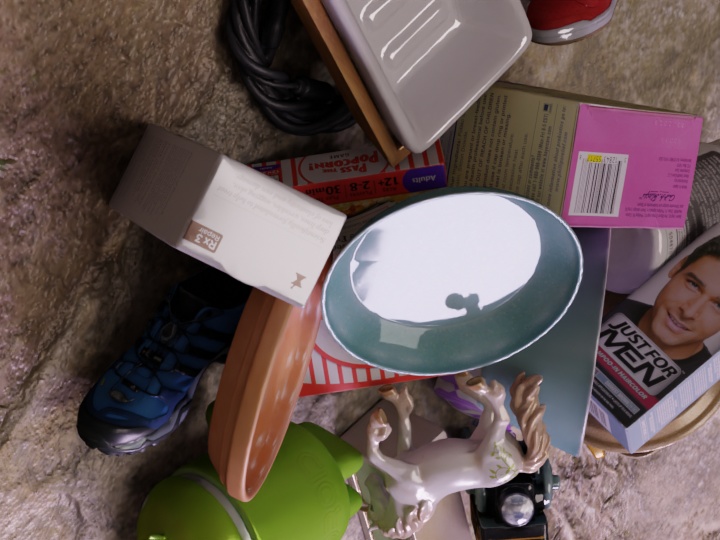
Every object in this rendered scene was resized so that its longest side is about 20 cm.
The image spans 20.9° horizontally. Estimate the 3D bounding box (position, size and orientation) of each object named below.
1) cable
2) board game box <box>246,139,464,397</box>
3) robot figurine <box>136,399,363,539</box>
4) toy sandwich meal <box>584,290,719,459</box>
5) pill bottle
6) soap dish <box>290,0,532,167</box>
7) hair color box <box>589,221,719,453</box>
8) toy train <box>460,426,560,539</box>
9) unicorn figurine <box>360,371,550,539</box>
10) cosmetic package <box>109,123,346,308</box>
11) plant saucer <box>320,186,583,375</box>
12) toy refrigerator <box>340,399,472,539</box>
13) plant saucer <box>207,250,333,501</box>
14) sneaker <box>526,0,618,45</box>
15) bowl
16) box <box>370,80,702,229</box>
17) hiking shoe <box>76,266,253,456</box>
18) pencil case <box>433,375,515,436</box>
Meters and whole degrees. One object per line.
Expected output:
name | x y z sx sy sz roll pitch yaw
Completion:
cable | -0.021 -0.178 1.478 0.163 0.051 0.200 -49 139 -19
board game box | 0.000 0.000 1.531 0.151 0.046 0.200 -9 124 0
robot figurine | -0.090 0.192 1.538 0.200 0.116 0.176 -28 134 -37
toy sandwich meal | 0.260 0.091 1.834 0.205 0.205 0.070 -52 145 -16
pill bottle | 0.299 -0.058 1.855 0.200 0.113 0.113 -21 124 -40
soap dish | 0.029 -0.199 1.427 0.157 0.081 0.200 -45 134 -17
hair color box | 0.283 0.059 1.758 0.200 0.099 0.061 -39 150 -10
toy train | 0.130 0.209 1.759 0.085 0.200 0.114 -3 101 -2
unicorn figurine | 0.058 0.151 1.572 0.074 0.200 0.138 -61 137 -55
cosmetic package | -0.094 -0.041 1.330 0.102 0.200 0.074 26 89 -23
plant saucer | 0.066 0.001 1.470 0.200 0.036 0.200 -7 138 -6
toy refrigerator | 0.043 0.218 1.736 0.070 0.076 0.200 -40 135 -28
plant saucer | -0.067 0.067 1.412 0.200 0.037 0.200 17 90 -85
sneaker | 0.199 -0.279 1.660 0.200 0.071 0.113 -44 141 -36
bowl | 0.145 0.048 1.631 0.201 0.105 0.201 8 90 -84
box | 0.140 -0.098 1.576 0.176 0.200 0.097 0 102 -49
hiking shoe | -0.141 0.052 1.439 0.200 0.074 0.087 -46 149 -39
pencil case | 0.140 0.047 1.749 0.084 0.085 0.200 27 87 -62
